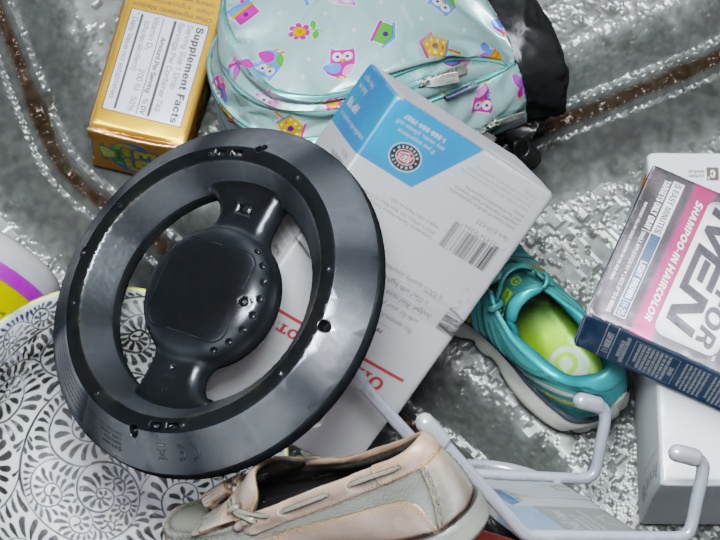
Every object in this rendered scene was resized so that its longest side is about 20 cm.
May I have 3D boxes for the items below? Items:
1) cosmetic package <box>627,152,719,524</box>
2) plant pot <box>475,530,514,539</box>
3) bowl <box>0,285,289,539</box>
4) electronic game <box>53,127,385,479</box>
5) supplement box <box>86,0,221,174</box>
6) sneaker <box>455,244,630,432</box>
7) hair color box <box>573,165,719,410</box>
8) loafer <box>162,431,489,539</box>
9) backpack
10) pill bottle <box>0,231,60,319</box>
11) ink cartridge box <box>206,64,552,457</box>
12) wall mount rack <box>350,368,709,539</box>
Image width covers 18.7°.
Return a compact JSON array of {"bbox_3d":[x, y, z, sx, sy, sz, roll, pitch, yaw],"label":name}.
[{"bbox_3d":[0.200,0.041,1.282,0.071,0.101,0.200,0,70,0],"label":"cosmetic package"},{"bbox_3d":[0.038,0.241,1.170,0.200,0.200,0.176,17,59,5],"label":"plant pot"},{"bbox_3d":[-0.148,0.116,1.246,0.201,0.094,0.201,5,73,-16],"label":"bowl"},{"bbox_3d":[-0.078,0.016,1.170,0.200,0.042,0.200,-11,63,23],"label":"electronic game"},{"bbox_3d":[-0.115,-0.159,1.369,0.069,0.067,0.200,16,72,2],"label":"supplement box"},{"bbox_3d":[0.086,0.010,1.303,0.200,0.080,0.078,41,75,14],"label":"sneaker"},{"bbox_3d":[0.230,0.031,1.200,0.200,0.061,0.100,24,72,6],"label":"hair color box"},{"bbox_3d":[-0.027,0.116,1.132,0.200,0.063,0.072,-9,27,36],"label":"loafer"},{"bbox_3d":[0.005,-0.126,1.307,0.200,0.127,0.167,-21,50,-13],"label":"backpack"},{"bbox_3d":[-0.263,0.069,1.267,0.104,0.104,0.200,24,72,8],"label":"pill bottle"},{"bbox_3d":[0.000,0.000,1.235,0.116,0.067,0.200,31,101,-25],"label":"ink cartridge box"},{"bbox_3d":[0.082,0.102,1.180,0.174,0.200,0.075,5,99,-22],"label":"wall mount rack"}]
